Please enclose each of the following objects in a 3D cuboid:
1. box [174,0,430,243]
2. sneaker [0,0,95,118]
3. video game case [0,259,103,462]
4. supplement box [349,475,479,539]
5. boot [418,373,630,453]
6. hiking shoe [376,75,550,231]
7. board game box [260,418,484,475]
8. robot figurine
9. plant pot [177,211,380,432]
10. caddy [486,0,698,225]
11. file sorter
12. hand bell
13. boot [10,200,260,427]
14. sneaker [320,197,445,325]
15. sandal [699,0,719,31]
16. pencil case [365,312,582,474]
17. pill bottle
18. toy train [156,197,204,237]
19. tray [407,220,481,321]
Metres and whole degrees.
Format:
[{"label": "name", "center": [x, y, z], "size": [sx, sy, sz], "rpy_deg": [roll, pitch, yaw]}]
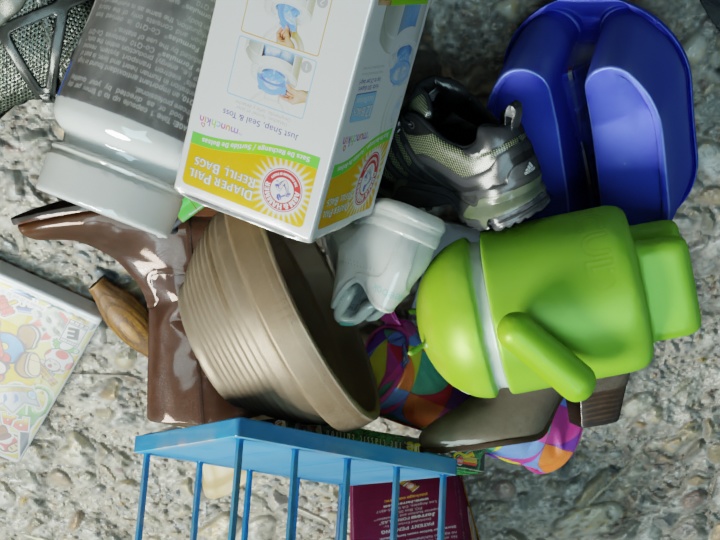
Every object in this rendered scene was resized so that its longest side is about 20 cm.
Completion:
[{"label": "box", "center": [-0.031, -0.134, 0.839], "size": [0.101, 0.112, 0.201], "rpy_deg": [21, 108, 16]}, {"label": "sneaker", "center": [-0.244, -0.134, 0.952], "size": [0.114, 0.076, 0.200], "rpy_deg": [35, 110, -15]}, {"label": "video game case", "center": [-0.343, 0.060, 1.107], "size": [0.199, 0.023, 0.182], "rpy_deg": [26, 119, -17]}, {"label": "supplement box", "center": [0.054, 0.269, 1.147], "size": [0.103, 0.200, 0.131], "rpy_deg": [-12, 124, 6]}, {"label": "boot", "center": [0.130, 0.056, 1.030], "size": [0.199, 0.070, 0.147], "rpy_deg": [-8, 96, -25]}, {"label": "hiking shoe", "center": [0.051, -0.095, 0.947], "size": [0.199, 0.076, 0.101], "rpy_deg": [14, 123, 43]}, {"label": "board game box", "center": [-0.007, 0.146, 1.066], "size": [0.199, 0.024, 0.105], "rpy_deg": [15, 158, -35]}, {"label": "robot figurine", "center": [0.129, 0.022, 0.915], "size": [0.199, 0.176, 0.116], "rpy_deg": [-12, 107, 8]}, {"label": "plant pot", "center": [-0.069, 0.036, 0.959], "size": [0.092, 0.201, 0.201], "rpy_deg": [-27, 120, 9]}, {"label": "caddy", "center": [0.172, -0.102, 0.971], "size": [0.141, 0.105, 0.201], "rpy_deg": [3, 126, 24]}, {"label": "file sorter", "center": [-0.050, 0.188, 0.962], "size": [0.199, 0.123, 0.138], "rpy_deg": [15, 161, -36]}, {"label": "hand bell", "center": [-0.155, 0.084, 1.107], "size": [0.104, 0.104, 0.200], "rpy_deg": [-35, 104, 20]}, {"label": "boot", "center": [-0.172, 0.039, 1.036], "size": [0.185, 0.064, 0.201], "rpy_deg": [-4, 102, -2]}, {"label": "sneaker", "center": [0.000, 0.000, 0.977], "size": [0.075, 0.200, 0.089], "rpy_deg": [20, 83, -10]}, {"label": "sandal", "center": [0.264, -0.214, 0.934], "size": [0.200, 0.043, 0.076], "rpy_deg": [36, 115, -22]}, {"label": "pencil case", "center": [0.091, 0.104, 1.099], "size": [0.199, 0.089, 0.088], "rpy_deg": [24, 119, -26]}, {"label": "pill bottle", "center": [-0.137, -0.131, 0.886], "size": [0.113, 0.114, 0.201], "rpy_deg": [22, 87, -15]}, {"label": "toy train", "center": [-0.091, -0.094, 0.978], "size": [0.200, 0.042, 0.056], "rpy_deg": [-36, 123, 1]}, {"label": "tray", "center": [0.146, 0.017, 1.093], "size": [0.199, 0.022, 0.108], "rpy_deg": [10, 123, -8]}]
